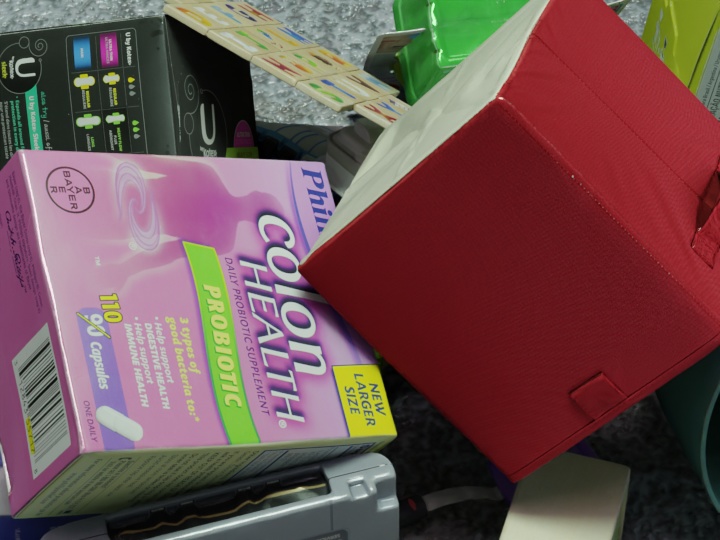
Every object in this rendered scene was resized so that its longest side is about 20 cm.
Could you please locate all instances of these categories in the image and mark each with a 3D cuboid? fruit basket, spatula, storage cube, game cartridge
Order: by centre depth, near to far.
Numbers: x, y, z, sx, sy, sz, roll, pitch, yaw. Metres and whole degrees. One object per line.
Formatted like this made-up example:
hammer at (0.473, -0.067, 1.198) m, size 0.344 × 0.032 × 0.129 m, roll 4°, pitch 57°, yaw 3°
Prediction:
game cartridge at (-0.075, 0.178, 1.056) m, size 0.199 × 0.134 × 0.041 m, roll -12°, pitch 37°, yaw -14°
storage cube at (0.101, -0.025, 1.067) m, size 0.180 × 0.200 × 0.171 m, roll 44°, pitch 36°, yaw -10°
spatula at (0.053, 0.144, 1.173) m, size 0.199 × 0.021 × 0.057 m, roll -17°, pitch 44°, yaw -16°
fruit basket at (0.090, -0.149, 1.389) m, size 0.184 × 0.200 × 0.094 m, roll -7°, pitch 74°, yaw -9°

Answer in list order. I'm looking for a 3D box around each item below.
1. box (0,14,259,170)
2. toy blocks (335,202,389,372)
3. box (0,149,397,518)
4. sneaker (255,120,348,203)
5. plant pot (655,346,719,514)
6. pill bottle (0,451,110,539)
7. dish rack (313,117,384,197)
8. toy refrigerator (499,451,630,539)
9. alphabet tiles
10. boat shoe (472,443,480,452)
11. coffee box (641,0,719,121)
box at (-0.187, -0.105, 1.294) m, size 0.199 × 0.125 × 0.148 m, roll -4°, pitch 4°, yaw 19°
toy blocks at (0.000, 0.000, 1.286) m, size 0.136 × 0.101 × 0.200 m, roll -18°, pitch 37°, yaw -35°
box at (-0.103, 0.034, 1.054) m, size 0.199 × 0.097 × 0.177 m, roll 1°, pitch 63°, yaw -35°
sneaker at (-0.022, -0.077, 1.385) m, size 0.199 × 0.075 × 0.087 m, roll 15°, pitch 38°, yaw 4°
plant pot at (0.265, 0.043, 1.163) m, size 0.199 × 0.202 × 0.161 m, roll -13°, pitch 32°, yaw -13°
pill bottle at (-0.224, 0.129, 1.120) m, size 0.198 × 0.120 × 0.120 m, roll -1°, pitch 43°, yaw -1°
dish rack at (0.084, -0.070, 1.286) m, size 0.199 × 0.044 × 0.172 m, roll -8°, pitch 30°, yaw -28°
toy refrigerator at (0.104, 0.202, 1.072) m, size 0.069 × 0.076 × 0.201 m, roll 11°, pitch 44°, yaw 13°
alphabet tiles at (-0.049, -0.146, 1.260) m, size 0.199 × 0.006 × 0.166 m, roll 30°, pitch 15°, yaw 8°
boat shoe at (0.120, 0.055, 1.232) m, size 0.073 × 0.069 × 0.200 m, roll 9°, pitch 45°, yaw 23°
coffee box at (0.309, -0.143, 1.325) m, size 0.196 × 0.201 × 0.200 m, roll 9°, pitch 40°, yaw -4°
